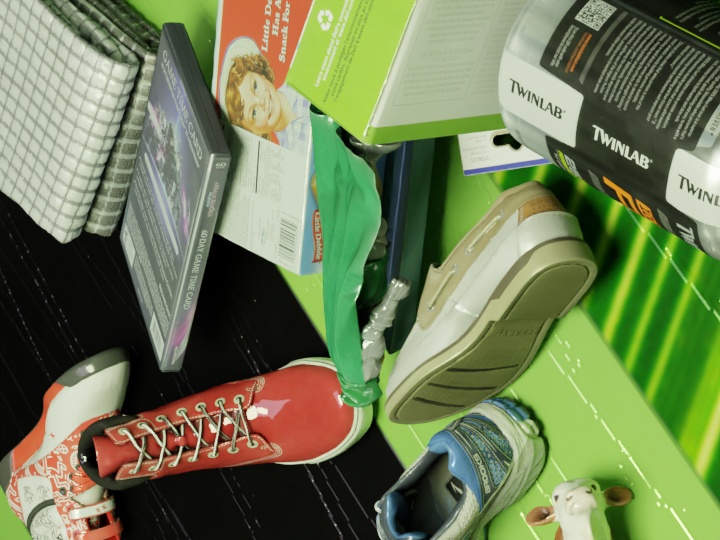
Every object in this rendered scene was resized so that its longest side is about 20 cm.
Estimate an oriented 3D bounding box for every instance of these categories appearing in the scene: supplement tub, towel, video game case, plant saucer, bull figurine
[{"bbox_3d":[0.182,-0.083,1.170,0.200,0.122,0.123,34,121,35],"label":"supplement tub"},{"bbox_3d":[-0.233,-0.142,1.595,0.200,0.085,0.166,42,127,28],"label":"towel"},{"bbox_3d":[-0.131,-0.050,1.497,0.143,0.019,0.200,-112,30,-43],"label":"video game case"},{"bbox_3d":[0.029,-0.050,1.381,0.070,0.019,0.201,-122,35,-67],"label":"plant saucer"},{"bbox_3d":[0.125,0.223,1.323,0.122,0.065,0.200,-102,24,-49],"label":"bull figurine"}]

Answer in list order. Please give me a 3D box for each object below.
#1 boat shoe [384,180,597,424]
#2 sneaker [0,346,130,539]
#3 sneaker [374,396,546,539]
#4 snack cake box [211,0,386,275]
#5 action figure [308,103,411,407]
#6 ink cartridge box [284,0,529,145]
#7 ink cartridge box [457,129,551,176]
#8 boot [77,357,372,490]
[{"bbox_3d":[0.075,0.023,1.343,0.200,0.075,0.069,-47,50,40],"label":"boat shoe"},{"bbox_3d":[-0.206,0.149,1.644,0.108,0.067,0.201,57,135,17],"label":"sneaker"},{"bbox_3d":[0.039,0.166,1.392,0.077,0.085,0.200,43,127,29],"label":"sneaker"},{"bbox_3d":[-0.040,-0.110,1.412,0.115,0.067,0.201,27,118,48],"label":"snack cake box"},{"bbox_3d":[0.000,0.000,1.348,0.118,0.055,0.201,-114,21,-57],"label":"action figure"},{"bbox_3d":[0.060,-0.179,1.206,0.076,0.148,0.200,38,121,33],"label":"ink cartridge box"},{"bbox_3d":[0.090,-0.162,1.305,0.095,0.037,0.201,-6,92,44],"label":"ink cartridge box"},{"bbox_3d":[-0.099,0.112,1.475,0.200,0.144,0.073,-16,86,44],"label":"boot"}]
